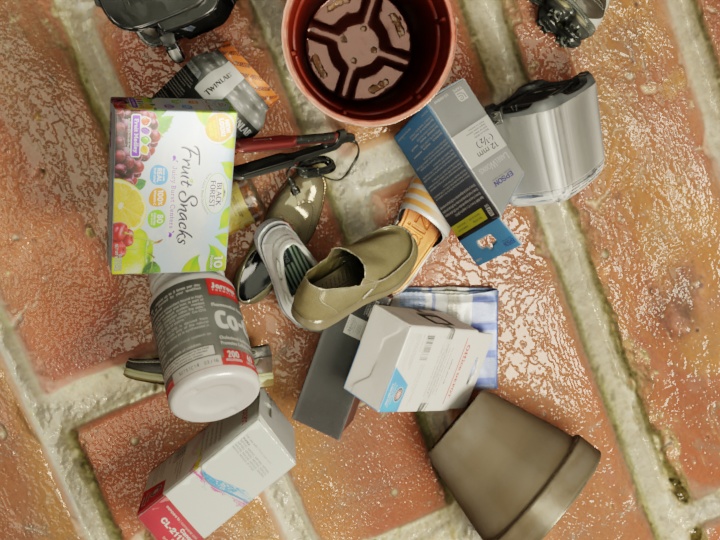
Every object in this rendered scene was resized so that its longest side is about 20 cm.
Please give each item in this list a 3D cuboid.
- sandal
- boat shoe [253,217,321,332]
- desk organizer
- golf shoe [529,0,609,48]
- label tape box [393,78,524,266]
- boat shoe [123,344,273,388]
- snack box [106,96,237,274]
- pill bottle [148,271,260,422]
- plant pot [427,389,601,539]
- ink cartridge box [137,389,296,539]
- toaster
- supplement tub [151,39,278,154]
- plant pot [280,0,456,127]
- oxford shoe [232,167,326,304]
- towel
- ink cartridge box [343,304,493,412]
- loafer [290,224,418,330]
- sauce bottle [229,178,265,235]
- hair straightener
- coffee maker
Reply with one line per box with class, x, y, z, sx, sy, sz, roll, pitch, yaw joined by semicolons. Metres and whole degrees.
sandal;0.082;-0.057;1.345;0.079;0.059;0.208;28;89;-6
boat shoe;-0.074;0.023;1.304;0.073;0.067;0.201;-40;134;-6
desk organizer;-0.017;0.108;1.344;0.071;0.077;0.202;22;104;10
golf shoe;0.235;-0.383;1.314;0.095;0.078;0.200;-46;101;-14
label tape box;0.134;-0.116;1.258;0.066;0.143;0.201;-34;90;-17
boat shoe;-0.212;0.121;1.360;0.197;0.073;0.066;3;84;-4
snack box;-0.224;-0.098;1.212;0.140;0.053;0.202;-3;116;-22
pill bottle;-0.200;0.074;1.280;0.113;0.114;0.202;-19;58;-1
plant pot;0.190;0.257;1.359;0.173;0.200;0.200;42;94;8
ink cartridge box;-0.183;0.259;1.339;0.199;0.146;0.083;-39;101;3
toaster;0.232;-0.163;1.288;0.113;0.200;0.131;-5;109;35
supplement tub;-0.204;-0.182;1.281;0.200;0.123;0.123;-44;99;4
plant pot;0.003;-0.278;1.244;0.198;0.195;0.204;-1;99;-4
oxford shoe;-0.101;-0.040;1.334;0.070;0.075;0.202;27;96;-7
towel;0.091;0.095;1.396;0.197;0.024;0.149;-1;100;-4
ink cartridge box;0.078;0.115;1.323;0.066;0.199;0.117;27;101;36
loafer;0.000;0.000;1.258;0.076;0.068;0.199;38;56;21
sauce bottle;-0.221;-0.056;1.331;0.198;0.066;0.067;-25;100;3
hair straightener;-0.080;-0.137;1.300;0.198;0.041;0.078;-16;122;-37
coffee maker;-0.210;-0.351;1.215;0.192;0.200;0.135;-43;100;3
